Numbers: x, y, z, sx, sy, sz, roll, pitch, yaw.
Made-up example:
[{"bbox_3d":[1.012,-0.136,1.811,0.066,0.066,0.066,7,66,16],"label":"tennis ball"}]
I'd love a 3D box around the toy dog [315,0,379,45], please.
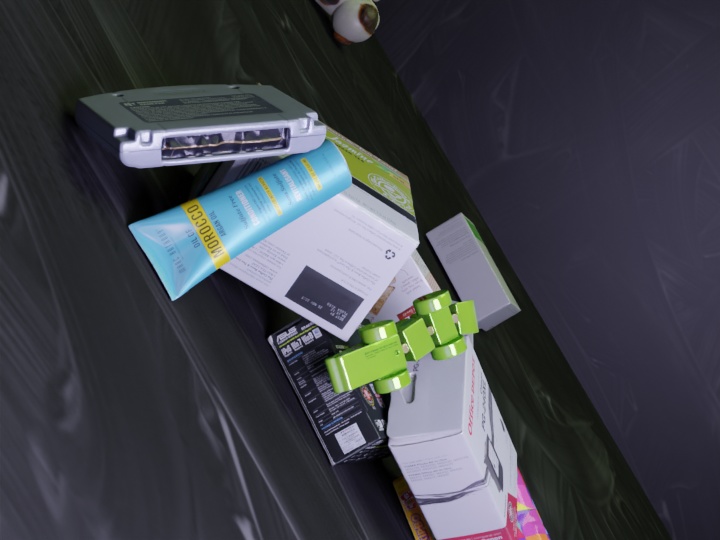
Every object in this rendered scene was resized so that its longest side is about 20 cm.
[{"bbox_3d":[-0.030,-0.574,2.944,0.200,0.140,0.194,61,25,9],"label":"toy dog"}]

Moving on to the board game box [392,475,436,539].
[{"bbox_3d":[0.101,0.300,1.611,0.200,0.030,0.096,35,27,-56],"label":"board game box"}]

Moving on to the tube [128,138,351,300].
[{"bbox_3d":[-0.104,-0.053,1.274,0.077,0.200,0.050,58,-16,7],"label":"tube"}]

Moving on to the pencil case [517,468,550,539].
[{"bbox_3d":[0.185,0.325,1.768,0.088,0.088,0.200,41,20,-56],"label":"pencil case"}]

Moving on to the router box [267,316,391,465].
[{"bbox_3d":[-0.009,0.125,1.499,0.150,0.062,0.200,61,12,12],"label":"router box"}]

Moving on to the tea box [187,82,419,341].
[{"bbox_3d":[-0.061,-0.064,1.434,0.200,0.134,0.197,31,19,-15],"label":"tea box"}]

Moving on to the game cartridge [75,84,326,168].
[{"bbox_3d":[-0.149,-0.135,1.277,0.133,0.200,0.041,42,-48,49],"label":"game cartridge"}]

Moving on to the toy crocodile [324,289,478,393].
[{"bbox_3d":[0.045,0.072,1.418,0.062,0.200,0.068,-9,-76,55],"label":"toy crocodile"}]

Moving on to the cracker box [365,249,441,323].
[{"bbox_3d":[0.000,0.000,1.666,0.200,0.134,0.058,57,12,-6],"label":"cracker box"}]

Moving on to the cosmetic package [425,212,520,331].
[{"bbox_3d":[0.212,0.004,2.637,0.200,0.085,0.108,61,10,16],"label":"cosmetic package"}]

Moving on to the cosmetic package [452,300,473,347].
[{"bbox_3d":[0.093,0.134,1.702,0.052,0.151,0.200,14,16,0],"label":"cosmetic package"}]

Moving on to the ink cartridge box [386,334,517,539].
[{"bbox_3d":[0.102,0.190,1.492,0.145,0.083,0.200,-83,155,-48],"label":"ink cartridge box"}]
